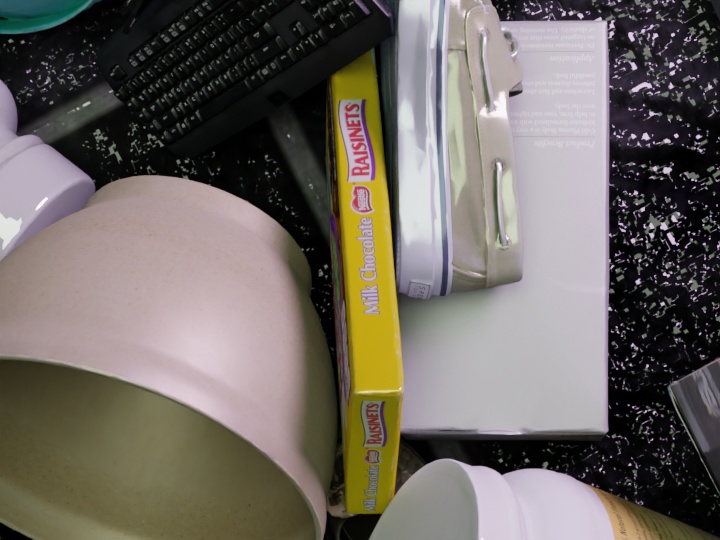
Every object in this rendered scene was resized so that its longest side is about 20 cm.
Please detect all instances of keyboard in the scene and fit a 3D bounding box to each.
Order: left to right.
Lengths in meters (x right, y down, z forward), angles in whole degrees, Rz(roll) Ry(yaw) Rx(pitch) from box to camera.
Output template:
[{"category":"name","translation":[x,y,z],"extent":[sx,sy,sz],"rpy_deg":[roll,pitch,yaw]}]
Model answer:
[{"category":"keyboard","translation":[-0.075,-0.111,0.851],"extent":[0.104,0.199,0.040],"rpy_deg":[50,53,-11]}]

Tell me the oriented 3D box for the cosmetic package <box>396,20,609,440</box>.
[{"category":"cosmetic package","translation":[0.070,-0.016,0.883],"extent":[0.106,0.090,0.202],"rpy_deg":[2,85,7]}]

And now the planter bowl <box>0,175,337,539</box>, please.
[{"category":"planter bowl","translation":[-0.096,0.042,0.849],"extent":[0.198,0.201,0.136],"rpy_deg":[13,57,7]}]

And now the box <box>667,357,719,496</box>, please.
[{"category":"box","translation":[0.220,0.099,0.793],"extent":[0.050,0.200,0.159],"rpy_deg":[-31,80,27]}]

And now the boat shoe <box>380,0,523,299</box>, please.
[{"category":"boat shoe","translation":[0.043,-0.088,0.828],"extent":[0.061,0.072,0.202],"rpy_deg":[0,89,-7]}]

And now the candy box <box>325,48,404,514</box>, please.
[{"category":"candy box","translation":[0.000,0.000,0.837],"extent":[0.026,0.103,0.201],"rpy_deg":[-3,53,-2]}]

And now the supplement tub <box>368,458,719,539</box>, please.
[{"category":"supplement tub","translation":[0.103,0.172,0.790],"extent":[0.199,0.144,0.146],"rpy_deg":[23,84,-19]}]

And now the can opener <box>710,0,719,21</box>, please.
[{"category":"can opener","translation":[0.216,-0.091,0.902],"extent":[0.066,0.052,0.202],"rpy_deg":[-13,77,39]}]

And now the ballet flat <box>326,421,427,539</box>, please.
[{"category":"ballet flat","translation":[0.029,0.165,0.871],"extent":[0.067,0.046,0.201],"rpy_deg":[-30,81,37]}]

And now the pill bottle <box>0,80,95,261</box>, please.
[{"category":"pill bottle","translation":[-0.236,-0.066,0.903],"extent":[0.199,0.114,0.115],"rpy_deg":[35,87,9]}]

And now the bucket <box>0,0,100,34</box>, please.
[{"category":"bucket","translation":[-0.189,-0.221,0.878],"extent":[0.206,0.134,0.209],"rpy_deg":[-6,79,32]}]
